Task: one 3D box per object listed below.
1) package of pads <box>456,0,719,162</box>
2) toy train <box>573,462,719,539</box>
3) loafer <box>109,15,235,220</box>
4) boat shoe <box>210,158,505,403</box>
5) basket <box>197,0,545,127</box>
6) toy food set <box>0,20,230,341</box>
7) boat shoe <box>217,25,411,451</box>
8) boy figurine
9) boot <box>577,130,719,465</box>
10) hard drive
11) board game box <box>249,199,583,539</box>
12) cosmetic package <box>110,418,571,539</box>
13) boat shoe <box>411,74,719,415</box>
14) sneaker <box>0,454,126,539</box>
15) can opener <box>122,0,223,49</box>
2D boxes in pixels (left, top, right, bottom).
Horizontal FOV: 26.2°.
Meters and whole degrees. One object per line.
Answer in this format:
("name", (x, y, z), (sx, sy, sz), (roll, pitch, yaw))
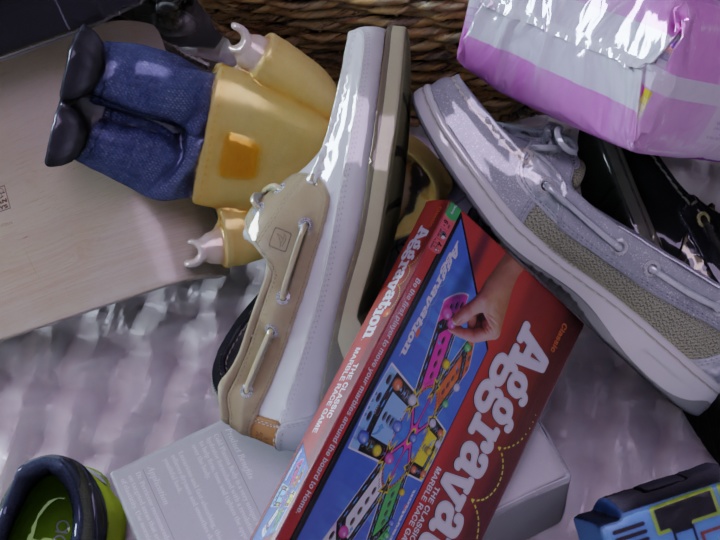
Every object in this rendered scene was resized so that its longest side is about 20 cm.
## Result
("package of pads", (0.155, -0.099, 0.740), (0.120, 0.200, 0.076), (35, 113, 40))
("toy train", (0.200, 0.135, 0.711), (0.200, 0.087, 0.114), (-17, 88, -3))
("loafer", (-0.093, -0.083, 0.872), (0.200, 0.075, 0.070), (38, 43, 19))
("boat shoe", (0.002, 0.002, 0.816), (0.199, 0.066, 0.075), (-31, 65, -10))
("basket", (0.034, -0.172, 0.844), (0.200, 0.143, 0.149), (6, 65, 34))
("toy food set", (-0.182, -0.035, 0.828), (0.200, 0.060, 0.144), (-18, 82, 10))
("boat shoe", (-0.020, -0.017, 0.703), (0.068, 0.075, 0.200), (9, 87, 9))
("boy figurine", (-0.053, -0.054, 0.764), (0.200, 0.064, 0.125), (17, 102, -10))
("boot", (0.214, -0.011, 0.803), (0.154, 0.074, 0.204), (-21, 71, -8))
("hard drive", (-0.197, -0.139, 0.831), (0.200, 0.038, 0.140), (-17, 19, 12))
("board game box", (0.023, 0.080, 0.676), (0.019, 0.103, 0.200), (3, 60, 51))
("cosmetic package", (-0.008, 0.111, 0.756), (0.200, 0.090, 0.107), (-22, 66, -9))
("boat shoe", (0.106, -0.021, 0.722), (0.202, 0.074, 0.065), (45, 98, -1))
("sneaker", (-0.163, 0.179, 0.737), (0.074, 0.081, 0.200), (1, 65, 5))
("can opener", (-0.171, -0.169, 0.931), (0.200, 0.053, 0.067), (5, 33, 8))
